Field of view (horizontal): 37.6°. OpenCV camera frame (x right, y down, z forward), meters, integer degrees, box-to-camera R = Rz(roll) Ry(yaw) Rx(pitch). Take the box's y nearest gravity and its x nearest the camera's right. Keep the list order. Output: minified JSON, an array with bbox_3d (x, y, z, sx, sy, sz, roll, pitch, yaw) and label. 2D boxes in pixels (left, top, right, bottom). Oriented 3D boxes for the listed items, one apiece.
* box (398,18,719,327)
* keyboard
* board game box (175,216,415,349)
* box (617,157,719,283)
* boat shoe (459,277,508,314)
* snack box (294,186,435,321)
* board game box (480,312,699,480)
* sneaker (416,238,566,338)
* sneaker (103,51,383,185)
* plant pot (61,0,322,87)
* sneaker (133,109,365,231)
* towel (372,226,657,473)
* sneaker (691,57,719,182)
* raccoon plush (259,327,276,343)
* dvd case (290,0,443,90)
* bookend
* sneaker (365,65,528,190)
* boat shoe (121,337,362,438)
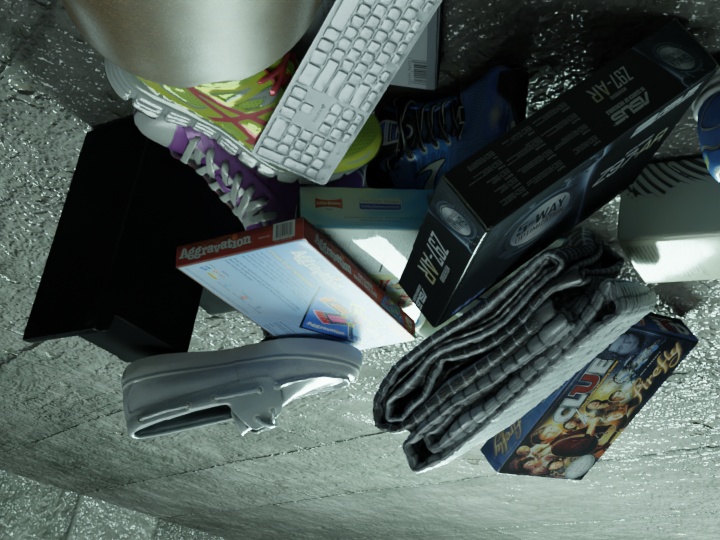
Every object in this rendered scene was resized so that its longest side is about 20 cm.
[{"bbox_3d":[0.123,-0.059,0.693,0.044,0.199,0.160,51,159,14],"label":"box"},{"bbox_3d":[-0.003,-0.133,0.652,0.056,0.011,0.200,17,131,-22],"label":"keyboard"},{"bbox_3d":[-0.042,0.020,0.800,0.102,0.020,0.200,-11,153,22],"label":"board game box"},{"bbox_3d":[0.298,-0.041,0.784,0.198,0.069,0.082,-4,153,30],"label":"box"},{"bbox_3d":[0.053,-0.016,0.953,0.071,0.070,0.199,9,-171,-44],"label":"boat shoe"},{"bbox_3d":[0.000,0.000,0.830,0.115,0.037,0.200,1,154,-9],"label":"snack box"},{"bbox_3d":[0.225,0.123,1.042,0.135,0.035,0.201,12,121,-38],"label":"board game box"},{"bbox_3d":[0.136,0.021,0.978,0.199,0.081,0.076,-9,147,36],"label":"sneaker"},{"bbox_3d":[-0.065,-0.123,0.707,0.199,0.079,0.090,17,145,-24],"label":"sneaker"},{"bbox_3d":[-0.082,-0.195,0.491,0.198,0.202,0.198,12,164,-1],"label":"plant pot"},{"bbox_3d":[-0.094,-0.069,0.847,0.199,0.115,0.073,19,157,-13],"label":"sneaker"},{"bbox_3d":[0.116,0.054,0.798,0.200,0.086,0.165,-44,164,20],"label":"towel"},{"bbox_3d":[0.310,-0.089,0.662,0.198,0.078,0.076,0,152,22],"label":"sneaker"},{"bbox_3d":[-0.095,0.034,1.010,0.133,0.098,0.200,8,-163,28],"label":"raccoon plush"},{"bbox_3d":[-0.045,-0.181,0.689,0.198,0.025,0.151,8,156,6],"label":"dvd case"},{"bbox_3d":[-0.164,0.002,0.927,0.092,0.200,0.200,-10,149,35],"label":"bookend"},{"bbox_3d":[0.057,-0.090,0.776,0.088,0.079,0.200,16,156,-15],"label":"sneaker"},{"bbox_3d":[-0.095,0.100,0.858,0.198,0.069,0.072,-4,155,-4],"label":"boat shoe"}]
